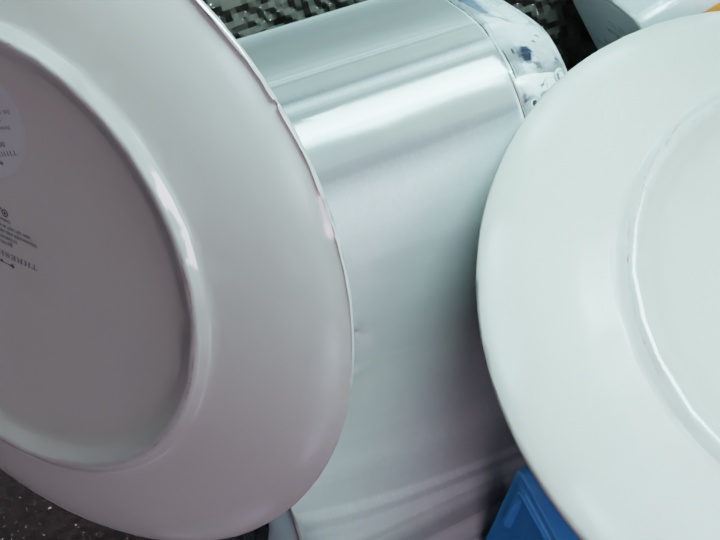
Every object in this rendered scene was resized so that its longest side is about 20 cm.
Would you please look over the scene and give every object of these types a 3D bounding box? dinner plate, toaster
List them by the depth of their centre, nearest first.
[{"bbox_3d":[0.129,0.012,0.674,0.200,0.200,0.024,3,153,-17],"label":"dinner plate"},{"bbox_3d":[-0.087,-0.009,0.681,0.024,0.200,0.200,-36,124,-44],"label":"dinner plate"},{"bbox_3d":[0.000,0.000,0.744,0.129,0.114,0.200,-21,111,-11],"label":"toaster"}]

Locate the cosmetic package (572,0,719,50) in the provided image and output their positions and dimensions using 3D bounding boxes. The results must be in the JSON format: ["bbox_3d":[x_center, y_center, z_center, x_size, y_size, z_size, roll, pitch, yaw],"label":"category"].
[{"bbox_3d":[0.155,-0.031,0.797,0.101,0.071,0.200,-32,116,-2],"label":"cosmetic package"}]

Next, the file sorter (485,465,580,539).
[{"bbox_3d":[0.113,0.129,0.751,0.123,0.139,0.200,-23,160,-16],"label":"file sorter"}]
